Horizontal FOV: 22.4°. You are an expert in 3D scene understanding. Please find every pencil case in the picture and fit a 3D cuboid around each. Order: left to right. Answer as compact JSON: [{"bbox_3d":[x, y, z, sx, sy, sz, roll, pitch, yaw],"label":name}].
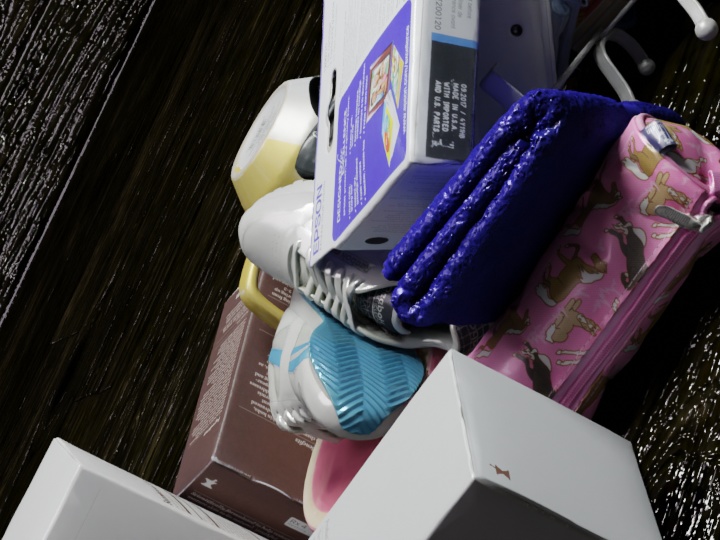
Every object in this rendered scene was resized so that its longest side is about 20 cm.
[{"bbox_3d":[0.126,0.015,0.964,0.200,0.083,0.087,-56,-21,19],"label":"pencil case"}]

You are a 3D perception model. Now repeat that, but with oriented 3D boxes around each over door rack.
[{"bbox_3d":[0.168,-0.151,1.033,0.148,0.067,0.200,-51,-13,30],"label":"over door rack"}]

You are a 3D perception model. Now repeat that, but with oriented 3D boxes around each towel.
[{"bbox_3d":[0.096,-0.038,0.999,0.148,0.050,0.200,-57,-21,17],"label":"towel"}]

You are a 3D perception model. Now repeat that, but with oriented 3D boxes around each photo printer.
[{"bbox_3d":[0.073,-0.131,1.153,0.166,0.069,0.200,-159,63,-78],"label":"photo printer"}]

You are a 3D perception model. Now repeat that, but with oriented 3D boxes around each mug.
[{"bbox_3d":[-0.011,-0.055,1.319,0.149,0.153,0.187,-50,17,33],"label":"mug"}]

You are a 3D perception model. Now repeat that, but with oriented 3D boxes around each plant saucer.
[{"bbox_3d":[0.023,0.107,1.164,0.201,0.051,0.201,-52,20,28],"label":"plant saucer"}]

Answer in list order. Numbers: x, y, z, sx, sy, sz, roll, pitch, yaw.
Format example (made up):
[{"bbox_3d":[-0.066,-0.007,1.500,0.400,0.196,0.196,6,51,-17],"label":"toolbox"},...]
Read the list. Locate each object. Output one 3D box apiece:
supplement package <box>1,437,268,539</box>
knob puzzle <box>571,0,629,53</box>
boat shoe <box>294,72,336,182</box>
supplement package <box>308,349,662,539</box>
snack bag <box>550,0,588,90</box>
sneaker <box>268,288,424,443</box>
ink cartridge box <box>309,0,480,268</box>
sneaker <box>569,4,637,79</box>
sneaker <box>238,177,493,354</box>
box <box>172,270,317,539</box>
[{"bbox_3d":[-0.132,0.211,1.189,0.121,0.200,0.120,-64,17,-5],"label":"supplement package"},{"bbox_3d":[0.171,-0.260,1.186,0.220,0.030,0.220,-36,37,33],"label":"knob puzzle"},{"bbox_3d":[-0.005,-0.113,1.237,0.199,0.066,0.075,-77,-6,-48],"label":"boat shoe"},{"bbox_3d":[0.042,0.163,0.906,0.200,0.117,0.117,-55,17,22],"label":"supplement package"},{"bbox_3d":[0.108,-0.216,1.175,0.189,0.021,0.200,-107,19,-46],"label":"snack bag"},{"bbox_3d":[-0.014,0.073,1.132,0.200,0.076,0.081,-117,45,-74],"label":"sneaker"},{"bbox_3d":[0.019,-0.119,1.060,0.200,0.043,0.198,138,137,-66],"label":"ink cartridge box"},{"bbox_3d":[0.143,-0.209,1.276,0.078,0.070,0.200,-41,27,32],"label":"sneaker"},{"bbox_3d":[0.000,0.000,1.130,0.081,0.200,0.076,-45,-41,-43],"label":"sneaker"},{"bbox_3d":[-0.062,0.098,1.337,0.075,0.100,0.200,-47,22,40],"label":"box"}]
